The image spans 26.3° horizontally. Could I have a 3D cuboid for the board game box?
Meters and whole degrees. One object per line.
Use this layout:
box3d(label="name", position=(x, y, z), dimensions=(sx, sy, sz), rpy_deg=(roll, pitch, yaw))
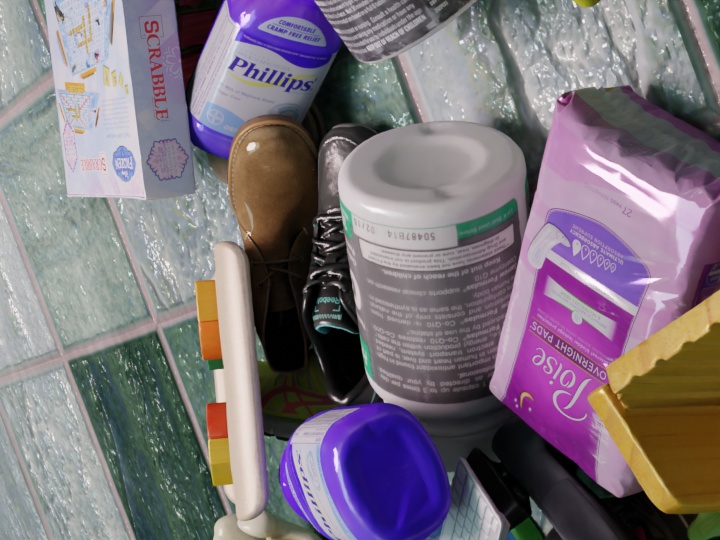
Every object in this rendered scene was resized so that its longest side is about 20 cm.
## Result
box3d(label="board game box", position=(-0.182, -0.153, 1.128), dimensions=(0.200, 0.041, 0.200), rpy_deg=(9, 105, 64))

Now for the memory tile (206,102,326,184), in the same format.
box3d(label="memory tile", position=(-0.047, -0.059, 1.151), dimensions=(0.200, 0.017, 0.153), rpy_deg=(58, 146, 18))

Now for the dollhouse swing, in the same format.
box3d(label="dollhouse swing", position=(0.239, 0.101, 0.703), dimensions=(0.200, 0.181, 0.176), rpy_deg=(-44, 51, 55))

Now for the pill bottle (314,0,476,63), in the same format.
box3d(label="pill bottle", position=(-0.014, -0.225, 0.867), dimensions=(0.200, 0.106, 0.106), rpy_deg=(53, 151, -18))

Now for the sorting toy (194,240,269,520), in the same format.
box3d(label="sorting toy", position=(-0.096, 0.081, 1.099), dimensions=(0.200, 0.036, 0.186), rpy_deg=(141, 124, -80))

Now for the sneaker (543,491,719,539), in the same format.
box3d(label="sneaker", position=(0.150, 0.178, 0.936), dimensions=(0.077, 0.084, 0.200), rpy_deg=(53, 145, 12))

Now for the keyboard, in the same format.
box3d(label="keyboard", position=(0.056, 0.203, 0.929), dimensions=(0.056, 0.011, 0.200), rpy_deg=(50, 143, 42))

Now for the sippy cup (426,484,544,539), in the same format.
box3d(label="sippy cup", position=(0.050, 0.232, 1.073), dimensions=(0.178, 0.130, 0.140), rpy_deg=(6, 112, 55))

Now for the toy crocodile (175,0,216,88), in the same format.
box3d(label="toy crocodile", position=(-0.135, -0.187, 1.157), dimensions=(0.062, 0.067, 0.200), rpy_deg=(47, 141, 30))

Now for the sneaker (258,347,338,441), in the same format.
box3d(label="sneaker", position=(-0.024, 0.087, 1.162), dimensions=(0.200, 0.078, 0.091), rpy_deg=(15, 106, 50))

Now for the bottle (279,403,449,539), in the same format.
box3d(label="bottle", position=(-0.007, 0.127, 0.953), dimensions=(0.084, 0.065, 0.200), rpy_deg=(65, 163, -1))

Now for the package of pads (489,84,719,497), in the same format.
box3d(label="package of pads", position=(0.145, 0.010, 0.842), dimensions=(0.120, 0.076, 0.200), rpy_deg=(39, 131, 39))

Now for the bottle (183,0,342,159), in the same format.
box3d(label="bottle", position=(-0.054, -0.163, 1.036), dimensions=(0.200, 0.083, 0.065), rpy_deg=(-59, 29, 36))

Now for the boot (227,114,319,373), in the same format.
box3d(label="boot", position=(-0.053, -0.014, 1.083), dimensions=(0.076, 0.073, 0.200), rpy_deg=(-97, 3, -53))

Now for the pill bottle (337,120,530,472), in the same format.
box3d(label="pill bottle", position=(0.053, 0.019, 0.953), dimensions=(0.113, 0.113, 0.200), rpy_deg=(29, 138, 45))

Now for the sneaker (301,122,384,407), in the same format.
box3d(label="sneaker", position=(0.000, 0.000, 1.034), dimensions=(0.075, 0.079, 0.201), rpy_deg=(-9, 91, 35))

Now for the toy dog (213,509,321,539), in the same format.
box3d(label="toy dog", position=(-0.062, 0.288, 1.266), dimensions=(0.194, 0.139, 0.200), rpy_deg=(56, 148, -4))

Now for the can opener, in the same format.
box3d(label="can opener", position=(0.122, 0.141, 0.872), dimensions=(0.079, 0.063, 0.200), rpy_deg=(-58, 28, 3))

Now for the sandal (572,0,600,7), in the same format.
box3d(label="sandal", position=(0.092, -0.227, 0.817), dimensions=(0.087, 0.079, 0.200), rpy_deg=(-45, 57, 16))
